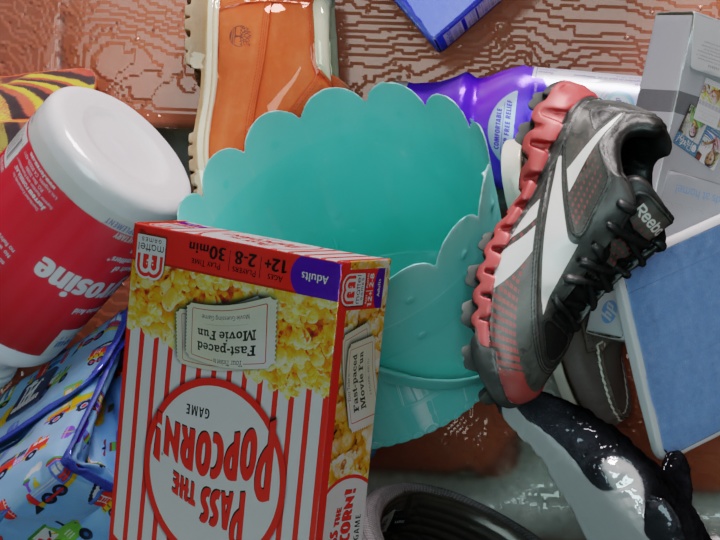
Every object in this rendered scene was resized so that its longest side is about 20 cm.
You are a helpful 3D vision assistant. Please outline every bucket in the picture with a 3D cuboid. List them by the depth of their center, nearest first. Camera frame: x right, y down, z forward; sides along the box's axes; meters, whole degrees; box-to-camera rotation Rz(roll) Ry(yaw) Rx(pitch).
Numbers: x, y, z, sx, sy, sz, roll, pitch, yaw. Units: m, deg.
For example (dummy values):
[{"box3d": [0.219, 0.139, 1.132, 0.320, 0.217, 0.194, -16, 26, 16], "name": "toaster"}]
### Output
[{"box3d": [0.000, 0.000, 1.322, 0.206, 0.135, 0.208, -12, 41, 11], "name": "bucket"}]

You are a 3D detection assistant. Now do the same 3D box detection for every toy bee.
[{"box3d": [-0.272, -0.083, 1.418, 0.199, 0.109, 0.131, -17, 126, 14], "name": "toy bee"}]

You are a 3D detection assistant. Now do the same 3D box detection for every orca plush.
[{"box3d": [0.158, 0.129, 1.279, 0.071, 0.105, 0.200, -31, 61, -32], "name": "orca plush"}]

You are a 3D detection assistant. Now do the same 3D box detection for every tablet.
[{"box3d": [0.243, 0.021, 1.324, 0.199, 0.014, 0.131, -23, 107, -25], "name": "tablet"}]

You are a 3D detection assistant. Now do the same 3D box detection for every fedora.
[{"box3d": [0.062, 0.210, 1.235, 0.200, 0.177, 0.091, 37, 113, 25], "name": "fedora"}]

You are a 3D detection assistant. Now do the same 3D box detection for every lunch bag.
[{"box3d": [-0.190, 0.115, 1.366, 0.150, 0.200, 0.094, -37, 117, 23], "name": "lunch bag"}]

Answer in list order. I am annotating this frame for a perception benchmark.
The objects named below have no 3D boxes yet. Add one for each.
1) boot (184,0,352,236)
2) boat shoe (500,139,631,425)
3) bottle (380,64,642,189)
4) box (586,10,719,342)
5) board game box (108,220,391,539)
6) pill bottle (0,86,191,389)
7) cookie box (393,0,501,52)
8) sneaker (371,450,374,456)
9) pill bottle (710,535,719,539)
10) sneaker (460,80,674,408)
[{"box3d": [-0.058, -0.088, 1.411, 0.107, 0.075, 0.201, -1, 86, 3], "name": "boot"}, {"box3d": [0.141, 0.008, 1.351, 0.059, 0.072, 0.201, -11, 108, 18], "name": "boat shoe"}, {"box3d": [0.114, -0.089, 1.388, 0.199, 0.065, 0.084, 7, 93, 8], "name": "bottle"}, {"box3d": [0.230, -0.043, 1.340, 0.155, 0.041, 0.201, 13, 88, -31], "name": "box"}, {"box3d": [-0.064, 0.082, 1.196, 0.151, 0.046, 0.201, 10, 98, 37], "name": "board game box"}, {"box3d": [-0.208, -0.012, 1.386, 0.112, 0.112, 0.200, 47, 114, 8], "name": "pill bottle"}, {"box3d": [0.070, -0.270, 1.400, 0.200, 0.075, 0.171, -40, 83, 3], "name": "cookie box"}, {"box3d": [-0.043, 0.149, 1.341, 0.130, 0.080, 0.200, -11, 45, -9], "name": "sneaker"}, {"box3d": [0.138, 0.235, 1.341, 0.199, 0.116, 0.117, -17, 85, 6], "name": "pill bottle"}, {"box3d": [0.123, -0.014, 1.239, 0.098, 0.071, 0.201, 9, 70, 33], "name": "sneaker"}]
